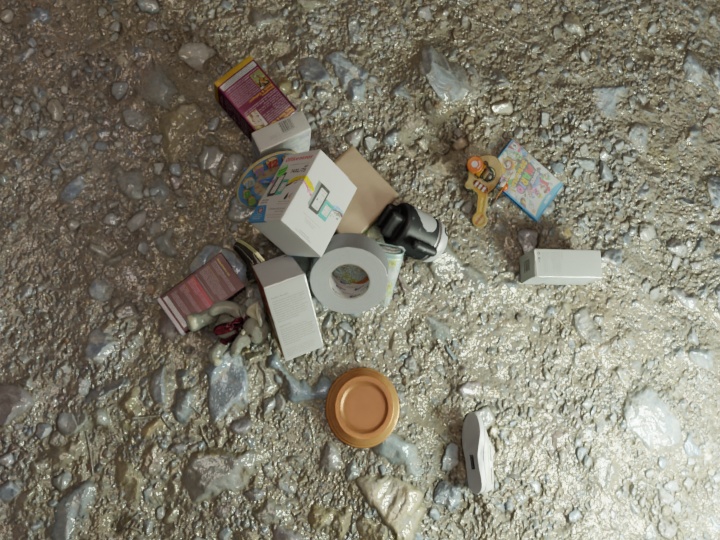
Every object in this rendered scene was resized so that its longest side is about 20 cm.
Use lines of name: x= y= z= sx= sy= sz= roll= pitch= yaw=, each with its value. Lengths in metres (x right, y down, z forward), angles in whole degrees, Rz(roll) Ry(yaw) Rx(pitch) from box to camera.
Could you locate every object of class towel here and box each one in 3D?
towel: x=0.000 y=0.000 z=1.723 sx=0.195 sy=0.174 sz=0.049 roll=12 pitch=35 yaw=-6

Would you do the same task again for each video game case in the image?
video game case: x=0.469 y=-0.260 z=1.917 sx=0.199 sy=0.018 sz=0.144 roll=41 pitch=75 yaw=-1

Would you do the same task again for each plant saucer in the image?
plant saucer: x=0.008 y=0.352 z=1.713 sx=0.195 sy=0.037 sz=0.205 roll=2 pitch=80 yaw=-9

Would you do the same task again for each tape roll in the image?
tape roll: x=-0.027 y=0.009 z=1.662 sx=0.196 sy=0.203 sz=0.067 roll=13 pitch=35 yaw=-7

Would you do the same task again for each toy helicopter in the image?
toy helicopter: x=0.352 y=-0.219 z=1.857 sx=0.129 sy=0.079 sz=0.205 roll=8 pitch=94 yaw=9

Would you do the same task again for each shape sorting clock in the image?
shape sorting clock: x=-0.224 y=-0.228 z=1.698 sx=0.197 sy=0.201 sz=0.040 roll=-27 pitch=62 yaw=-14

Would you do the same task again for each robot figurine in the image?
robot figurine: x=0.140 y=-0.102 z=1.756 sx=0.197 sy=0.124 sz=0.154 roll=23 pitch=63 yaw=-28

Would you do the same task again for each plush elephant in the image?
plush elephant: x=-0.292 y=0.148 z=1.627 sx=0.199 sy=0.153 sz=0.167 roll=-36 pitch=128 yaw=-28

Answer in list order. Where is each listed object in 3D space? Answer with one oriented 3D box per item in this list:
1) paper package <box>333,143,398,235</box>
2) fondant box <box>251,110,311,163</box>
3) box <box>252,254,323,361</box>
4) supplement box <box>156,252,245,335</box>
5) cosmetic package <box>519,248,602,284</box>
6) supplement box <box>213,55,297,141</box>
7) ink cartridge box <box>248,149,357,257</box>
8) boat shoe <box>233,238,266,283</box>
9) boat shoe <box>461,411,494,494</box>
paper package: x=-0.031 y=-0.190 z=1.773 sx=0.191 sy=0.103 sz=0.200 roll=45 pitch=75 yaw=1
fondant box: x=-0.203 y=-0.312 z=1.713 sx=0.142 sy=0.200 sz=0.059 roll=-27 pitch=78 yaw=-14
box: x=-0.178 y=0.086 z=1.630 sx=0.104 sy=0.152 sz=0.204 roll=-19 pitch=115 yaw=-12
supplement box: x=-0.400 y=0.060 z=1.683 sx=0.198 sy=0.061 sz=0.110 roll=-37 pitch=88 yaw=-13
cosmetic package: x=0.550 y=-0.009 z=1.838 sx=0.195 sy=0.113 sz=0.083 roll=2 pitch=79 yaw=-7
supplement box: x=-0.278 y=-0.441 z=1.775 sx=0.130 sy=0.103 sz=0.201 roll=-40 pitch=87 yaw=-14
ink cartridge box: x=-0.135 y=-0.158 z=1.586 sx=0.146 sy=0.145 sz=0.203 roll=41 pitch=66 yaw=-34
boat shoe: x=-0.261 y=0.008 z=1.711 sx=0.201 sy=0.072 sz=0.066 roll=47 pitch=70 yaw=-4
boat shoe: x=0.315 y=0.472 z=1.736 sx=0.069 sy=0.070 sz=0.205 roll=6 pitch=73 yaw=-36
